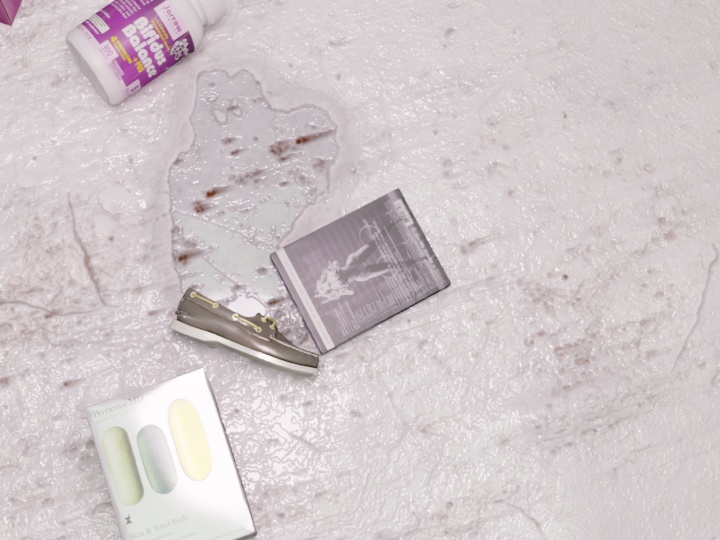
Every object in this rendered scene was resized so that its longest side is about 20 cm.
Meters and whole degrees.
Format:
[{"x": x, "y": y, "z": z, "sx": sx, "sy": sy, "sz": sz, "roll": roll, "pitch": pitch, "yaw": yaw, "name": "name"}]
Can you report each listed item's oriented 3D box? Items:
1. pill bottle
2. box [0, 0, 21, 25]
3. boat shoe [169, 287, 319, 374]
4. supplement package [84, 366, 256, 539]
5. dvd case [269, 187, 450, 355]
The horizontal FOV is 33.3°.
[{"x": -0.280, "y": -0.319, "z": 1.595, "sx": 0.199, "sy": 0.112, "sz": 0.113, "roll": -38, "pitch": 83, "yaw": -12, "name": "pill bottle"}, {"x": -0.523, "y": -0.461, "z": 1.615, "sx": 0.174, "sy": 0.097, "sz": 0.202, "roll": 17, "pitch": 77, "yaw": -1, "name": "box"}, {"x": -0.141, "y": 0.080, "z": 1.534, "sx": 0.199, "sy": 0.072, "sz": 0.061, "roll": 19, "pitch": 80, "yaw": 3, "name": "boat shoe"}, {"x": -0.224, "y": 0.244, "z": 1.446, "sx": 0.150, "sy": 0.151, "sz": 0.202, "roll": -18, "pitch": 79, "yaw": -9, "name": "supplement package"}, {"x": 0.000, "y": 0.000, "z": 1.594, "sx": 0.198, "sy": 0.016, "sz": 0.150, "roll": -27, "pitch": 82, "yaw": -12, "name": "dvd case"}]
